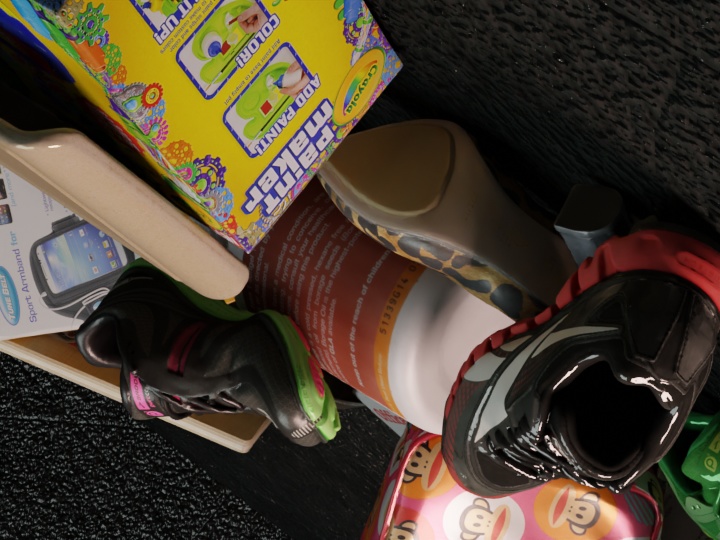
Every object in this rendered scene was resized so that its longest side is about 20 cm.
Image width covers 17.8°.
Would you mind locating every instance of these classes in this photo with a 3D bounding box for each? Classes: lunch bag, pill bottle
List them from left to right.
[{"bbox_3d":[0.000,0.000,1.236,0.200,0.112,0.112,29,165,42],"label":"pill bottle"},{"bbox_3d":[0.086,0.170,1.271,0.175,0.201,0.082,20,-154,-2],"label":"lunch bag"}]

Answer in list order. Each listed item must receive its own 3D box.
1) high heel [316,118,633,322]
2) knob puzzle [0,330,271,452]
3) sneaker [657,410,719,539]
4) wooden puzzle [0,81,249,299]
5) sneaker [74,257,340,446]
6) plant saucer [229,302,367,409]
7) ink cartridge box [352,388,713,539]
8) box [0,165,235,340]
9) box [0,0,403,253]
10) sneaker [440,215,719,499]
[{"bbox_3d":[0.067,0.001,1.117,0.199,0.071,0.143,18,151,40],"label":"high heel"},{"bbox_3d":[-0.121,0.043,1.493,0.219,0.219,0.031,33,123,28],"label":"knob puzzle"},{"bbox_3d":[0.200,0.111,1.123,0.084,0.074,0.200,39,170,-19],"label":"sneaker"},{"bbox_3d":[-0.161,-0.063,1.072,0.200,0.037,0.185,26,172,31],"label":"wooden puzzle"},{"bbox_3d":[-0.082,0.056,1.220,0.200,0.084,0.077,22,145,50],"label":"sneaker"},{"bbox_3d":[-0.064,0.017,1.452,0.200,0.032,0.200,37,-157,-19],"label":"plant saucer"},{"bbox_3d":[0.107,0.107,1.374,0.200,0.084,0.145,42,169,-12],"label":"ink cartridge box"},{"bbox_3d":[-0.165,-0.027,1.367,0.199,0.041,0.120,-8,98,38],"label":"box"},{"bbox_3d":[-0.116,-0.140,1.049,0.200,0.122,0.193,31,167,37],"label":"box"},{"bbox_3d":[0.091,0.061,1.024,0.071,0.098,0.200,30,139,-14],"label":"sneaker"}]
